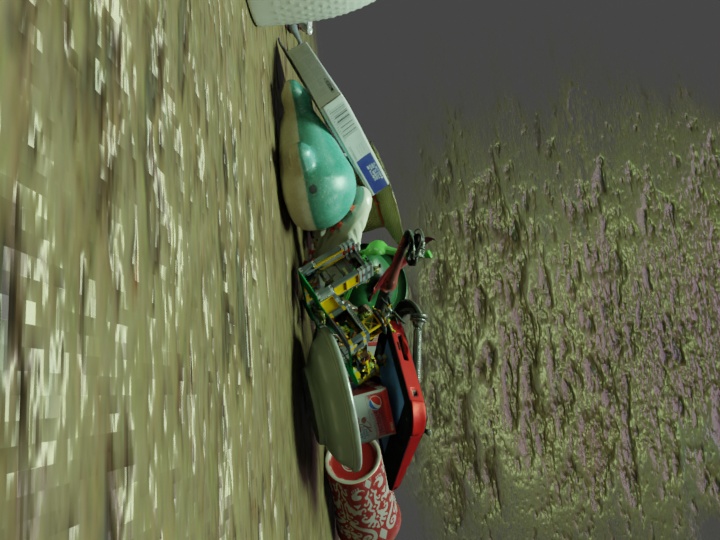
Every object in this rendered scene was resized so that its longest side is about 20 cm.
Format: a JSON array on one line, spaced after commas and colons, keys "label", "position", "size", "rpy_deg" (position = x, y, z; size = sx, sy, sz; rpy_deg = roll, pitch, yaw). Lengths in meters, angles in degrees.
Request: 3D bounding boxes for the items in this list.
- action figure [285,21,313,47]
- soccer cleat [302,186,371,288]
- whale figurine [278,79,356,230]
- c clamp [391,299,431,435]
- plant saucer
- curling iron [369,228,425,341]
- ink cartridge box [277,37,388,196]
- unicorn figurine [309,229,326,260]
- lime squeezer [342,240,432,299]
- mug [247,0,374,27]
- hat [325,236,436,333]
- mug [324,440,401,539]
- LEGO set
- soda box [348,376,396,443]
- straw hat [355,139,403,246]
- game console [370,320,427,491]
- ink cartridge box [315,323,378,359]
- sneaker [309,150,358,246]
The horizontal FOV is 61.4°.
[{"label": "action figure", "position": [-0.103, -0.468, 1.021], "size": [0.149, 0.134, 0.200], "rpy_deg": [43, -14, -1]}, {"label": "soccer cleat", "position": [-0.024, -0.048, 0.953], "size": [0.202, 0.076, 0.070], "rpy_deg": [-56, -151, 36]}, {"label": "whale figurine", "position": [-0.062, -0.162, 0.852], "size": [0.159, 0.101, 0.206], "rpy_deg": [-60, 142, -87]}, {"label": "c clamp", "position": [0.078, 0.141, 0.922], "size": [0.171, 0.026, 0.206], "rpy_deg": [144, -52, -70]}, {"label": "plant saucer", "position": [-0.047, 0.184, 0.851], "size": [0.200, 0.049, 0.206], "rpy_deg": [168, -89, -78]}, {"label": "curling iron", "position": [0.045, 0.026, 0.904], "size": [0.203, 0.025, 0.050], "rpy_deg": [-64, -150, 29]}, {"label": "ink cartridge box", "position": [-0.040, -0.243, 0.927], "size": [0.202, 0.040, 0.200], "rpy_deg": [61, 5, 37]}, {"label": "unicorn figurine", "position": [-0.055, -0.115, 1.004], "size": [0.136, 0.073, 0.205], "rpy_deg": [-6, -76, 50]}, {"label": "lime squeezer", "position": [0.020, -0.002, 0.947], "size": [0.071, 0.198, 0.038], "rpy_deg": [51, 29, -7]}, {"label": "mug", "position": [-0.049, -0.382, 0.687], "size": [0.200, 0.170, 0.152], "rpy_deg": [80, 5, -75]}, {"label": "hat", "position": [0.000, 0.000, 1.000], "size": [0.165, 0.200, 0.177], "rpy_deg": [42, -9, 17]}, {"label": "mug", "position": [-0.016, 0.410, 1.153], "size": [0.134, 0.174, 0.204], "rpy_deg": [-45, 139, -37]}, {"label": "LEGO set", "position": [-0.003, 0.054, 0.896], "size": [0.200, 0.114, 0.156], "rpy_deg": [48, -20, 38]}, {"label": "soda box", "position": [-0.004, 0.211, 0.937], "size": [0.200, 0.062, 0.072], "rpy_deg": [160, -83, -78]}, {"label": "straw hat", "position": [0.008, -0.116, 1.060], "size": [0.201, 0.083, 0.206], "rpy_deg": [160, -89, -88]}, {"label": "game console", "position": [0.047, 0.198, 0.919], "size": [0.203, 0.030, 0.180], "rpy_deg": [-103, -157, -47]}, {"label": "ink cartridge box", "position": [-0.009, 0.144, 1.135], "size": [0.200, 0.140, 0.086], "rpy_deg": [-87, 175, -77]}, {"label": "sneaker", "position": [-0.035, -0.140, 1.133], "size": [0.080, 0.126, 0.204], "rpy_deg": [113, -28, -63]}]
